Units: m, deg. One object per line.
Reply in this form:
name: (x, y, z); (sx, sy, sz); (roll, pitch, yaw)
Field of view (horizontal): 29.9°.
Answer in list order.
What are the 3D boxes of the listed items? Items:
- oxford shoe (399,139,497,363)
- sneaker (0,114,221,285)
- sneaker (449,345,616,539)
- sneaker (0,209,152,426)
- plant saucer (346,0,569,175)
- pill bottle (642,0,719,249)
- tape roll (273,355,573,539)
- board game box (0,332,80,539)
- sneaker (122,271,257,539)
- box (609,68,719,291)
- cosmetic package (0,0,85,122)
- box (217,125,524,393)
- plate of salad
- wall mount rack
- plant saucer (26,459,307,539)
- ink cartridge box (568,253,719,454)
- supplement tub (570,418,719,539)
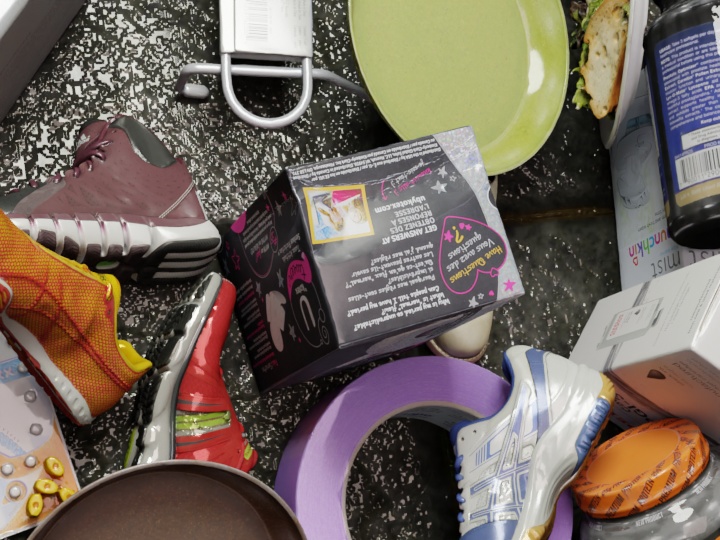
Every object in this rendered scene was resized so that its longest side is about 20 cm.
oxford shoe: (0.066, -0.034, 0.975); (0.070, 0.074, 0.202); (-4, 78, -19)
sneaker: (-0.195, -0.050, 0.890); (0.199, 0.076, 0.116); (1, 59, -35)
sneaker: (0.089, 0.144, 0.883); (0.088, 0.075, 0.201); (26, 72, 15)
sneaker: (-0.192, 0.010, 0.814); (0.077, 0.201, 0.073); (-43, 52, -16)
plant saucer: (0.064, -0.163, 0.933); (0.199, 0.031, 0.202); (5, 82, -37)
pill bottle: (0.256, -0.124, 0.939); (0.111, 0.112, 0.202); (-1, 77, -19)
tape roll: (0.043, 0.163, 0.926); (0.198, 0.066, 0.202); (4, 77, -17)
board game box: (-0.298, 0.088, 0.850); (0.199, 0.026, 0.201); (-17, 83, -22)
sneaker: (-0.106, 0.103, 0.892); (0.084, 0.077, 0.202); (15, 83, -20)
box: (0.302, -0.060, 1.051); (0.198, 0.097, 0.178); (3, 74, -19)
cosmetic package: (-0.264, -0.200, 0.837); (0.164, 0.200, 0.166); (33, 69, -9)
box: (0.000, 0.000, 0.877); (0.131, 0.200, 0.116); (-15, 83, -21)
plate of salad: (0.179, -0.191, 0.994); (0.048, 0.200, 0.202); (3, 75, 5)
wall mount rack: (-0.047, -0.187, 0.980); (0.172, 0.075, 0.202); (2, 76, -14)
plant saucer: (-0.127, 0.204, 0.836); (0.199, 0.034, 0.202); (-7, 109, -20)
ink cartridge box: (0.251, 0.074, 0.944); (0.146, 0.200, 0.083); (34, 71, -8)
supplement tub: (0.229, 0.211, 0.926); (0.122, 0.122, 0.201); (-31, 100, -22)
